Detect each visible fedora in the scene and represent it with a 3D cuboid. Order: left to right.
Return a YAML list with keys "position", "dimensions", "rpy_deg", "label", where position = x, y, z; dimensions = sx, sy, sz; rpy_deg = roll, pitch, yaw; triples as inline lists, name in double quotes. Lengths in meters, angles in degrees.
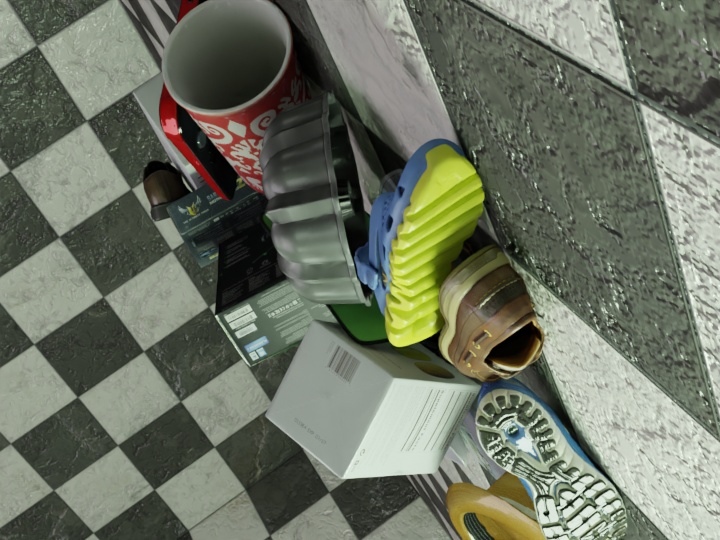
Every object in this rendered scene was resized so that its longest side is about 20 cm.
- position: [0.183, 0.268, 1.117]
  dimensions: [0.199, 0.082, 0.202]
  rpy_deg: [32, 152, 20]
  label: "fedora"

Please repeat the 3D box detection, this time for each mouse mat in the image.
- position: [0.000, 0.000, 1.124]
  dimensions: [0.201, 0.159, 0.008]
  rpy_deg: [51, 128, 30]
  label: "mouse mat"

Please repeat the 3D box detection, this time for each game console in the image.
- position: [-0.159, -0.204, 1.194]
  dimensions: [0.177, 0.030, 0.204]
  rpy_deg: [51, -137, -60]
  label: "game console"

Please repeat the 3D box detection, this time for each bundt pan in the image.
- position: [-0.043, -0.061, 1.014]
  dimensions: [0.202, 0.074, 0.206]
  rpy_deg: [-11, -90, -83]
  label: "bundt pan"

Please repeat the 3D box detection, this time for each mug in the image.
- position: [-0.100, -0.190, 1.127]
  dimensions: [0.131, 0.180, 0.200]
  rpy_deg: [14, 161, 18]
  label: "mug"

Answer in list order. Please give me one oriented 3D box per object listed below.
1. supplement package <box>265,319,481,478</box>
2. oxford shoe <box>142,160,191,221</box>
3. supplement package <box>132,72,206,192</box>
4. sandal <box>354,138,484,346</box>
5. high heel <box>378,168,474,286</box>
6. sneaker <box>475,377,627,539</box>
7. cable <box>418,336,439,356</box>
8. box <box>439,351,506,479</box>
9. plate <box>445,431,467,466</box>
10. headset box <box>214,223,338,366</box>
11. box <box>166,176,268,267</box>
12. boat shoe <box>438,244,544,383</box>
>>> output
- position: [0.018, 0.132, 1.099]
  dimensions: [0.113, 0.111, 0.199]
  rpy_deg: [33, -170, 30]
  label: "supplement package"
- position: [-0.278, -0.119, 1.567]
  dimensions: [0.200, 0.071, 0.086]
  rpy_deg: [-170, 63, -79]
  label: "oxford shoe"
- position: [-0.198, -0.190, 1.538]
  dimensions: [0.153, 0.150, 0.201]
  rpy_deg: [52, 172, 24]
  label: "supplement package"
- position: [0.034, -0.028, 0.817]
  dimensions: [0.088, 0.078, 0.202]
  rpy_deg: [55, 152, 28]
  label: "sandal"
- position: [0.063, 0.020, 0.974]
  dimensions: [0.144, 0.071, 0.201]
  rpy_deg: [57, 167, 29]
  label: "high heel"
- position: [0.170, 0.167, 0.959]
  dimensions: [0.201, 0.078, 0.089]
  rpy_deg: [55, -165, -18]
  label: "sneaker"
- position: [0.047, 0.042, 1.277]
  dimensions: [0.164, 0.050, 0.201]
  rpy_deg: [55, 167, 19]
  label: "cable"
- position: [0.148, 0.183, 1.255]
  dimensions: [0.157, 0.041, 0.200]
  rpy_deg: [60, 173, -17]
  label: "box"
- position: [0.054, 0.150, 1.364]
  dimensions: [0.200, 0.032, 0.200]
  rpy_deg: [51, 171, -7]
  label: "plate"
- position: [-0.095, 0.002, 1.422]
  dimensions: [0.094, 0.172, 0.201]
  rpy_deg: [59, -170, -29]
  label: "headset box"
- position: [-0.157, -0.091, 1.484]
  dimensions: [0.052, 0.198, 0.158]
  rpy_deg: [59, 174, 16]
  label: "box"
- position: [0.105, 0.053, 0.840]
  dimensions: [0.068, 0.072, 0.201]
  rpy_deg: [51, 172, 23]
  label: "boat shoe"
